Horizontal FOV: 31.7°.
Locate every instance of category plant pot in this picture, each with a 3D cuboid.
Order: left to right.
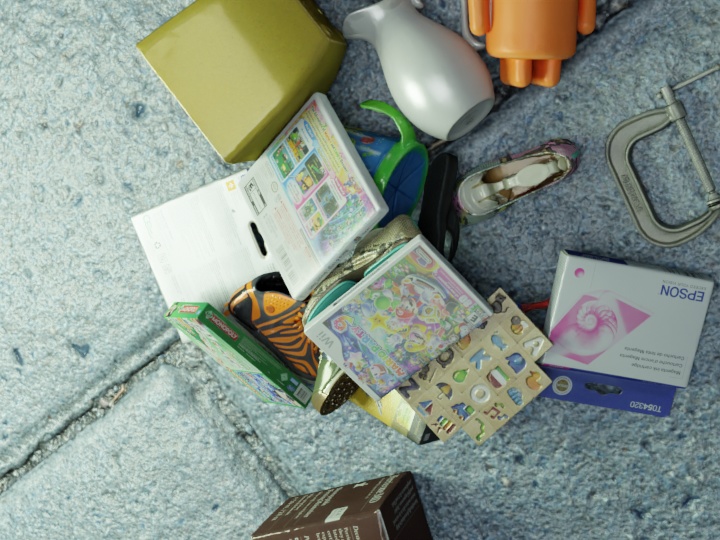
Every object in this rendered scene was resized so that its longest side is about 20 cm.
[{"bbox_3d":[-0.133,-0.279,1.657,0.200,0.195,0.195,-39,87,14],"label":"plant pot"}]

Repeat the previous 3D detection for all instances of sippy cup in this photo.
[{"bbox_3d":[0.003,-0.128,1.676,0.130,0.140,0.179,26,85,21],"label":"sippy cup"}]

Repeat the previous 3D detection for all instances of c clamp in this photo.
[{"bbox_3d":[0.399,-0.135,1.597,0.170,0.027,0.202,-18,94,20],"label":"c clamp"}]

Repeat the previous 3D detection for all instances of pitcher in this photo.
[{"bbox_3d":[0.099,-0.283,1.626,0.171,0.121,0.200,-39,76,5],"label":"pitcher"}]

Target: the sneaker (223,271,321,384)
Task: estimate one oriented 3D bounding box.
[{"bbox_3d":[-0.080,0.076,1.724,0.199,0.078,0.112,32,125,-24],"label":"sneaker"}]

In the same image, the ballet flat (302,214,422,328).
[{"bbox_3d":[0.000,0.000,1.626,0.200,0.068,0.076,-40,43,21],"label":"ballet flat"}]

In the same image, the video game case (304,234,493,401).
[{"bbox_3d":[0.048,0.063,1.602,0.200,0.018,0.143,-38,111,20],"label":"video game case"}]

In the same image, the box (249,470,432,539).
[{"bbox_3d":[-0.017,0.397,1.757,0.198,0.166,0.166,-16,95,19],"label":"box"}]

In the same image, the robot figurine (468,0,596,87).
[{"bbox_3d":[0.214,-0.330,1.573,0.143,0.116,0.202,5,103,23],"label":"robot figurine"}]

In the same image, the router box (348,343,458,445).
[{"bbox_3d":[0.064,0.108,1.707,0.157,0.052,0.202,28,110,34],"label":"router box"}]

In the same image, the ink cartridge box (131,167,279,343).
[{"bbox_3d":[-0.200,-0.021,1.793,0.199,0.043,0.198,-20,95,17],"label":"ink cartridge box"}]

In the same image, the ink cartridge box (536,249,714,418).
[{"bbox_3d":[0.332,0.087,1.622,0.194,0.043,0.202,9,103,-5],"label":"ink cartridge box"}]

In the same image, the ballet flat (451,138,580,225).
[{"bbox_3d":[0.189,-0.114,1.644,0.199,0.071,0.070,-23,94,20],"label":"ballet flat"}]

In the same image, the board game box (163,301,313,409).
[{"bbox_3d":[-0.167,0.115,1.737,0.200,0.134,0.029,43,72,-21],"label":"board game box"}]

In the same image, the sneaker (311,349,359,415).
[{"bbox_3d":[-0.019,0.090,1.697,0.090,0.067,0.201,45,111,29],"label":"sneaker"}]

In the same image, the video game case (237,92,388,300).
[{"bbox_3d":[-0.065,-0.095,1.633,0.182,0.024,0.201,-45,57,29],"label":"video game case"}]

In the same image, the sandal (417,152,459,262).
[{"bbox_3d":[0.106,-0.055,1.654,0.048,0.075,0.202,19,74,-22],"label":"sandal"}]

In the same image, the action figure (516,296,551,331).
[{"bbox_3d":[0.169,0.074,1.699,0.198,0.052,0.066,-8,93,24],"label":"action figure"}]

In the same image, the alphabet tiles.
[{"bbox_3d":[0.143,0.123,1.628,0.167,0.006,0.200,46,109,1],"label":"alphabet tiles"}]
